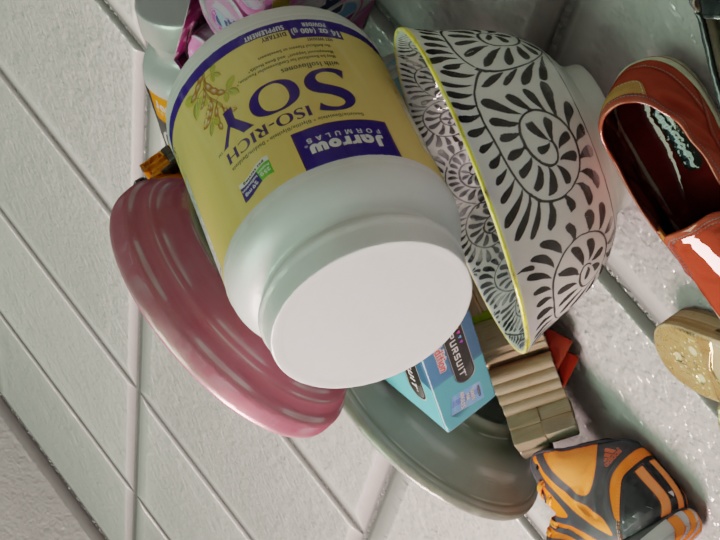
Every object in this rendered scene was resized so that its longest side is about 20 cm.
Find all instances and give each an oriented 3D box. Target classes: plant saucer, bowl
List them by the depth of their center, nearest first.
[{"bbox_3d":[0.098,-0.061,1.093,0.201,0.094,0.201,159,90,-86],"label":"bowl"},{"bbox_3d":[-0.073,0.014,1.216,0.200,0.051,0.201,42,-160,-19],"label":"plant saucer"},{"bbox_3d":[0.063,0.093,1.387,0.200,0.200,0.050,49,114,21],"label":"plant saucer"}]

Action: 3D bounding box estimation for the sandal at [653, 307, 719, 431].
[{"bbox_3d":[0.224,0.074,1.076,0.212,0.070,0.078,15,134,60],"label":"sandal"}]

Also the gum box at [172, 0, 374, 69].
[{"bbox_3d":[-0.049,-0.183,1.247,0.066,0.113,0.200,53,159,8],"label":"gum box"}]

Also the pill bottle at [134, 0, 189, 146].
[{"bbox_3d":[-0.100,-0.130,1.437,0.116,0.116,0.200,36,151,43],"label":"pill bottle"}]

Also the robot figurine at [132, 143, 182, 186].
[{"bbox_3d":[-0.092,-0.034,1.390,0.058,0.145,0.200,43,166,48],"label":"robot figurine"}]

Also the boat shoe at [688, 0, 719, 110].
[{"bbox_3d":[0.185,-0.130,0.879,0.076,0.060,0.200,17,136,60],"label":"boat shoe"}]

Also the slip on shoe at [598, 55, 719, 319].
[{"bbox_3d":[0.189,-0.020,1.005,0.074,0.061,0.200,-32,90,39],"label":"slip on shoe"}]

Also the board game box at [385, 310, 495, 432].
[{"bbox_3d":[0.000,0.000,1.293,0.200,0.047,0.151,38,157,43],"label":"board game box"}]

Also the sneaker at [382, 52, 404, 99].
[{"bbox_3d":[0.033,-0.055,1.309,0.082,0.074,0.200,48,159,29],"label":"sneaker"}]

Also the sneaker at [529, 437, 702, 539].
[{"bbox_3d":[0.149,0.190,1.349,0.200,0.077,0.112,-47,65,30],"label":"sneaker"}]

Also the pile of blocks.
[{"bbox_3d":[0.112,0.041,1.309,0.082,0.062,0.200,-95,-15,-57],"label":"pile of blocks"}]

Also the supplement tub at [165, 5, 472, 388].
[{"bbox_3d":[-0.025,-0.044,1.130,0.146,0.145,0.200,83,166,-50],"label":"supplement tub"}]
